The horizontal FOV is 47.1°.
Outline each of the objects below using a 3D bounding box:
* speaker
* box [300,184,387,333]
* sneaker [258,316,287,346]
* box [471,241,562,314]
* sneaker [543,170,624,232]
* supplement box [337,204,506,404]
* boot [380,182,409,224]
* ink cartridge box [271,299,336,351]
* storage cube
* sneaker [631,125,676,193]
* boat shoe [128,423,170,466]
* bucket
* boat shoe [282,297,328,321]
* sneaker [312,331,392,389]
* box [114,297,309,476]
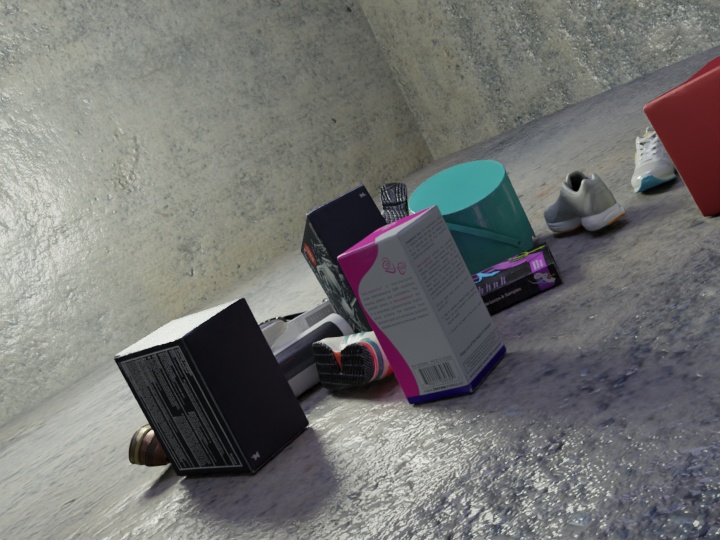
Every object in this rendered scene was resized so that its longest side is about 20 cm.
[{"bbox_3d":[-0.100,0.150,1.281,0.199,0.082,0.081,-31,10,-26],"label":"speaker"},{"bbox_3d":[0.000,0.000,1.294,0.103,0.201,0.182,-29,-11,-15],"label":"box"},{"bbox_3d":[-0.179,0.161,1.321,0.199,0.094,0.070,-40,-3,2],"label":"sneaker"},{"bbox_3d":[0.197,0.027,1.234,0.199,0.036,0.143,-27,9,13],"label":"box"},{"bbox_3d":[0.353,-0.119,1.349,0.075,0.093,0.200,-29,9,-13],"label":"sneaker"},{"bbox_3d":[0.074,0.041,0.983,0.101,0.202,0.103,-19,12,41],"label":"supplement box"},{"bbox_3d":[0.065,-0.051,1.484,0.067,0.132,0.201,-1,44,12],"label":"boot"},{"bbox_3d":[-0.135,0.129,1.461,0.199,0.045,0.176,-29,-7,-14],"label":"ink cartridge box"},{"bbox_3d":[0.512,-0.198,1.059,0.170,0.201,0.179,-33,4,-28],"label":"storage cube"},{"bbox_3d":[0.499,-0.192,1.413,0.076,0.081,0.200,-20,13,33],"label":"sneaker"},{"bbox_3d":[-0.279,0.258,1.299,0.067,0.073,0.200,12,16,20],"label":"boat shoe"},{"bbox_3d":[0.185,-0.086,1.417,0.205,0.136,0.208,-21,27,11],"label":"bucket"},{"bbox_3d":[-0.071,0.088,1.599,0.198,0.062,0.073,-23,7,22],"label":"boat shoe"},{"bbox_3d":[0.005,0.124,1.171,0.093,0.071,0.199,-12,-1,-27],"label":"sneaker"},{"bbox_3d":[-0.204,0.165,1.134,0.197,0.202,0.123,-16,14,48],"label":"box"}]
